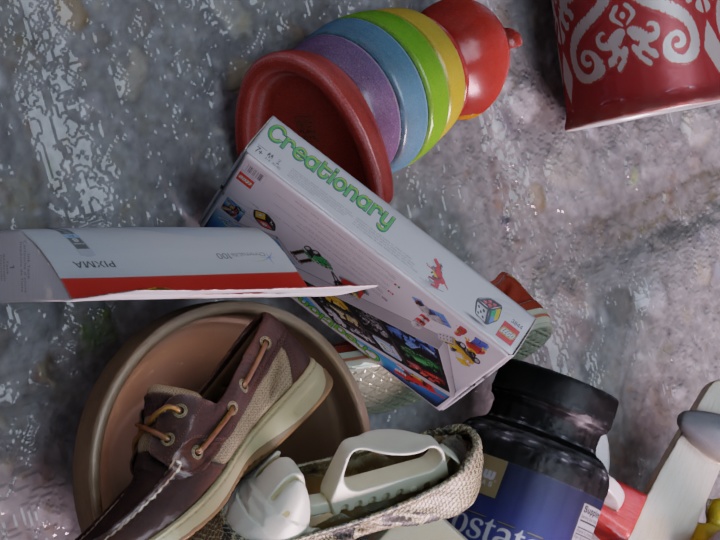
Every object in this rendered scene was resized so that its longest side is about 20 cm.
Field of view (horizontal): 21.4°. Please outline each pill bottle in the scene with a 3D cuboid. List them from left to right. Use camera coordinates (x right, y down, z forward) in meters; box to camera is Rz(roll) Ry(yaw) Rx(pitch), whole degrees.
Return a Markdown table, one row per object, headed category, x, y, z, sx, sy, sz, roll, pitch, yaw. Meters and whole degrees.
| category | x | y | z | sx | sy | sz | roll | pitch | yaw |
| --- | --- | --- | --- | --- | --- | --- | --- | --- | --- |
| pill bottle | 0.101 | 0.167 | 1.280 | 0.112 | 0.112 | 0.200 | 25 | 82 | -33 |

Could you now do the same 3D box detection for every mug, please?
| category | x | y | z | sx | sy | sz | roll | pitch | yaw |
| --- | --- | --- | --- | --- | --- | --- | --- | --- | --- |
| mug | 0.210 | -0.213 | 1.375 | 0.177 | 0.133 | 0.200 | -13 | 92 | -35 |

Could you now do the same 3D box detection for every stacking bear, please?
| category | x | y | z | sx | sy | sz | roll | pitch | yaw |
| --- | --- | --- | --- | --- | --- | --- | --- | --- | --- |
| stacking bear | 0.024 | -0.120 | 1.252 | 0.200 | 0.121 | 0.114 | -31 | 114 | -42 |

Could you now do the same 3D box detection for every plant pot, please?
| category | x | y | z | sx | sy | sz | roll | pitch | yaw |
| --- | --- | --- | --- | --- | --- | --- | --- | --- | --- |
| plant pot | -0.097 | 0.118 | 1.162 | 0.201 | 0.093 | 0.201 | 0 | 90 | -36 |

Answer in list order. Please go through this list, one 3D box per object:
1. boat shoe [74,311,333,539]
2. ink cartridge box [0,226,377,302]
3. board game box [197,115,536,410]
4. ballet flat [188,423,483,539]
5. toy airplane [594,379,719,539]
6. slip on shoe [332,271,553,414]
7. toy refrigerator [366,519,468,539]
| category | x | y | z | sx | sy | sz | roll | pitch | yaw |
| --- | --- | --- | --- | --- | --- | --- | --- | --- | --- |
| boat shoe | -0.100 | 0.095 | 1.067 | 0.200 | 0.072 | 0.072 | -42 | 103 | -32 |
| ink cartridge box | -0.111 | -0.006 | 1.088 | 0.160 | 0.200 | 0.047 | -1 | 88 | -36 |
| board game box | 0.000 | 0.000 | 1.171 | 0.200 | 0.126 | 0.035 | 38 | 64 | -3 |
| ballet flat | -0.018 | 0.127 | 1.100 | 0.200 | 0.068 | 0.075 | -15 | 140 | -22 |
| toy airplane | 0.226 | 0.192 | 1.366 | 0.199 | 0.141 | 0.200 | -13 | 97 | -35 |
| slip on shoe | 0.036 | 0.048 | 1.285 | 0.200 | 0.074 | 0.061 | -16 | 62 | -28 |
| toy refrigerator | -0.008 | 0.235 | 1.182 | 0.070 | 0.076 | 0.200 | 42 | 86 | 2 |
